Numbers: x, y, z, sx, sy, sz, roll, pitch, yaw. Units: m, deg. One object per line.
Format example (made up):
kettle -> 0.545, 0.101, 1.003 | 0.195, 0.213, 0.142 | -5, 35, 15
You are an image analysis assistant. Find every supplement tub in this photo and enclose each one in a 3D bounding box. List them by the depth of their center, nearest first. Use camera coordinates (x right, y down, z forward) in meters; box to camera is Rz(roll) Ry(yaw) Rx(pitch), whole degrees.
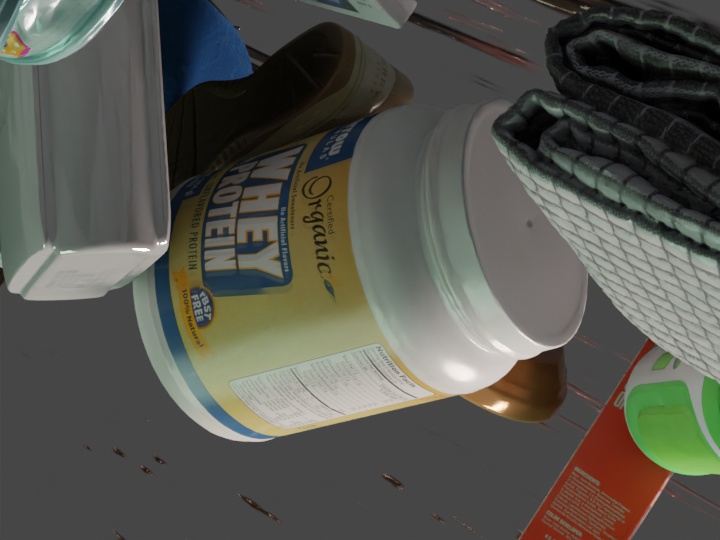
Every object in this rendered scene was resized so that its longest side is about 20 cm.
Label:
supplement tub -> 0.000, 0.000, 0.857 | 0.198, 0.146, 0.144 | -16, 142, 32

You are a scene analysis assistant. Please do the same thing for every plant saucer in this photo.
plant saucer -> 0.065, 0.019, 1.135 | 0.199, 0.038, 0.201 | 34, -160, -14

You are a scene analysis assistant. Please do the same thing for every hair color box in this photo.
hair color box -> 0.164, 0.141, 1.116 | 0.064, 0.201, 0.111 | 32, 173, 11

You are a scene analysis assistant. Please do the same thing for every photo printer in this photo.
photo printer -> -0.138, -0.095, 0.809 | 0.069, 0.203, 0.166 | -2, 173, -18

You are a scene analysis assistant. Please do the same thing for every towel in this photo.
towel -> 0.164, -0.007, 0.629 | 0.199, 0.086, 0.166 | 30, 171, 34

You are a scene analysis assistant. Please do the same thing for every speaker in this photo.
speaker -> 0.209, 0.076, 0.960 | 0.088, 0.089, 0.200 | 33, 173, -1

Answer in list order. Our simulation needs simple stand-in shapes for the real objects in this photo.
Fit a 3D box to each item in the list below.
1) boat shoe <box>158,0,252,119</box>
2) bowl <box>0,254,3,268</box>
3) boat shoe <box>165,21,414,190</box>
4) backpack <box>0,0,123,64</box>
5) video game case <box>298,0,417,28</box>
boat shoe -> -0.120, -0.150, 1.003 | 0.068, 0.084, 0.201 | 36, 159, 36
bowl -> -0.201, -0.076, 1.092 | 0.200, 0.202, 0.105 | 32, -154, 4
boat shoe -> -0.053, -0.074, 0.952 | 0.065, 0.073, 0.199 | 25, 146, -35
backpack -> -0.159, -0.151, 0.602 | 0.175, 0.201, 0.153 | 24, 170, 44
video game case -> -0.077, -0.177, 0.800 | 0.199, 0.018, 0.143 | 24, 168, 49
